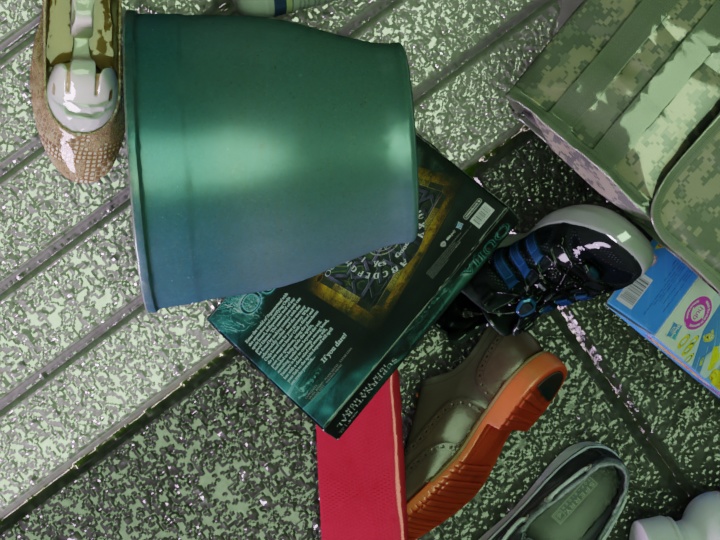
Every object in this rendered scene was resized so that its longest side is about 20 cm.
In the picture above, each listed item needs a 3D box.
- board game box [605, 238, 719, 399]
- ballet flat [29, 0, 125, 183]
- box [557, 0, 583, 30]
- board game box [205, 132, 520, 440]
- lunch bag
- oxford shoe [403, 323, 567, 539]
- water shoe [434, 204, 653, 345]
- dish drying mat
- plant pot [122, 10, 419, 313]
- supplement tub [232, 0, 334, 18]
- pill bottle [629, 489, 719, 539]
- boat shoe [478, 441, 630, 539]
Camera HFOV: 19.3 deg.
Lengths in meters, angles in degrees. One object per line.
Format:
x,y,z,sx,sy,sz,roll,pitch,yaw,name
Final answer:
0.297,-0.003,1.505,0.196,0.056,0.201,35,91,-43,board game box
-0.195,-0.159,1.465,0.070,0.065,0.202,-3,97,-7,ballet flat
0.246,-0.173,1.509,0.198,0.095,0.078,7,95,-7,box
0.000,0.000,1.489,0.200,0.028,0.135,-49,59,0,board game box
0.220,-0.105,1.389,0.200,0.118,0.164,41,91,8,lunch bag
0.062,0.122,1.542,0.200,0.071,0.073,-48,65,7,oxford shoe
0.123,0.013,1.462,0.071,0.199,0.079,40,62,-21,water shoe
0.003,0.161,1.518,0.018,0.076,0.202,1,85,-50,dish drying mat
-0.057,-0.078,1.418,0.186,0.200,0.202,-3,97,-3,plant pot
-0.004,-0.262,1.439,0.198,0.145,0.146,-15,98,-6,supplement tub
0.303,0.212,1.550,0.198,0.112,0.113,-7,97,-7,pill bottle
0.127,0.214,1.549,0.072,0.068,0.200,41,90,-10,boat shoe
